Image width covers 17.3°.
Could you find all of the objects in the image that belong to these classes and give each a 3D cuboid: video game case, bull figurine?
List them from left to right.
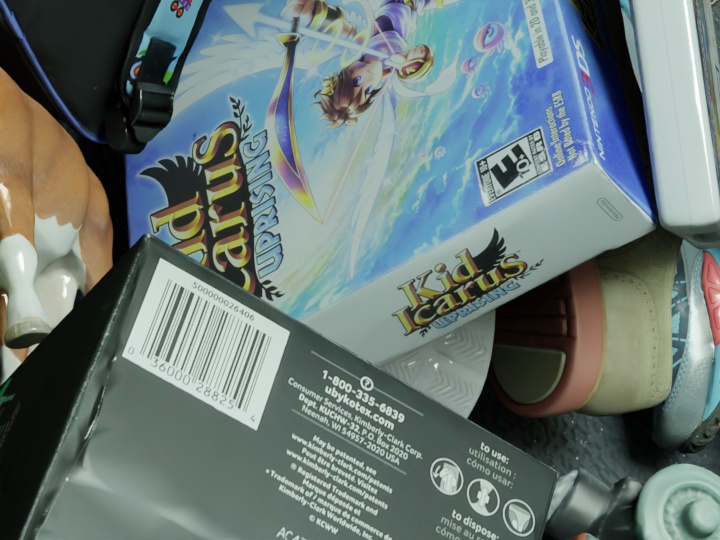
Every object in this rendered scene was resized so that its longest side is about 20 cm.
[{"bbox_3d":[-0.125,-0.020,0.767,0.200,0.065,0.122,38,35,-71],"label":"bull figurine"},{"bbox_3d":[-0.002,-0.059,0.823,0.045,0.181,0.201,39,31,-41],"label":"video game case"},{"bbox_3d":[0.106,-0.110,0.824,0.182,0.023,0.201,8,74,-79],"label":"video game case"}]

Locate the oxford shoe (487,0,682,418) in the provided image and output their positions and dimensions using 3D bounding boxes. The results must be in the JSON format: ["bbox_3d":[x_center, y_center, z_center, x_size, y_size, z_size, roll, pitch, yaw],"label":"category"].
[{"bbox_3d":[0.086,-0.041,0.913,0.074,0.070,0.201,7,80,-37],"label":"oxford shoe"}]

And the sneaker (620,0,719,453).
[{"bbox_3d":[0.100,-0.018,0.976,0.095,0.079,0.201,-6,70,-8],"label":"sneaker"}]

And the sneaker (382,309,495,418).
[{"bbox_3d":[0.000,0.000,0.885,0.077,0.112,0.201,36,78,-30],"label":"sneaker"}]

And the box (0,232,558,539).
[{"bbox_3d":[-0.063,0.111,0.706,0.148,0.200,0.125,31,52,-15],"label":"box"}]

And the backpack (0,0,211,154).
[{"bbox_3d":[-0.102,-0.173,0.820,0.201,0.134,0.183,-58,146,-20],"label":"backpack"}]

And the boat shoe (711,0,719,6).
[{"bbox_3d":[0.079,-0.167,1.028,0.199,0.072,0.073,17,58,-24],"label":"boat shoe"}]

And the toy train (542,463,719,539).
[{"bbox_3d":[0.141,0.160,0.885,0.200,0.085,0.114,35,61,-4],"label":"toy train"}]
